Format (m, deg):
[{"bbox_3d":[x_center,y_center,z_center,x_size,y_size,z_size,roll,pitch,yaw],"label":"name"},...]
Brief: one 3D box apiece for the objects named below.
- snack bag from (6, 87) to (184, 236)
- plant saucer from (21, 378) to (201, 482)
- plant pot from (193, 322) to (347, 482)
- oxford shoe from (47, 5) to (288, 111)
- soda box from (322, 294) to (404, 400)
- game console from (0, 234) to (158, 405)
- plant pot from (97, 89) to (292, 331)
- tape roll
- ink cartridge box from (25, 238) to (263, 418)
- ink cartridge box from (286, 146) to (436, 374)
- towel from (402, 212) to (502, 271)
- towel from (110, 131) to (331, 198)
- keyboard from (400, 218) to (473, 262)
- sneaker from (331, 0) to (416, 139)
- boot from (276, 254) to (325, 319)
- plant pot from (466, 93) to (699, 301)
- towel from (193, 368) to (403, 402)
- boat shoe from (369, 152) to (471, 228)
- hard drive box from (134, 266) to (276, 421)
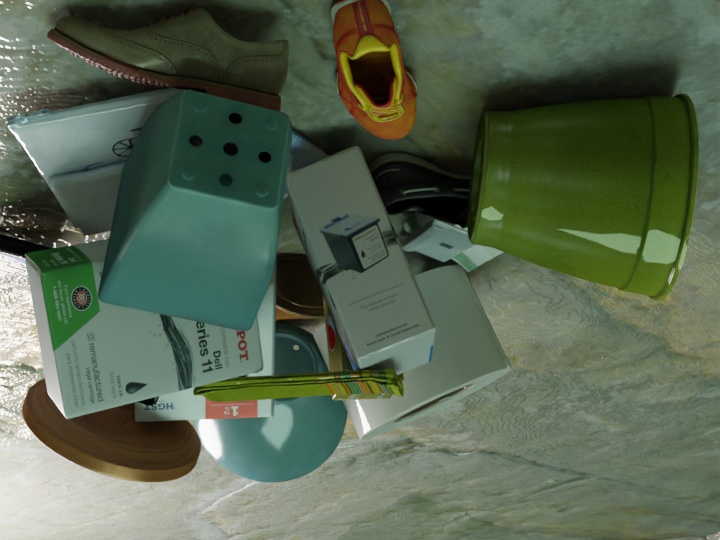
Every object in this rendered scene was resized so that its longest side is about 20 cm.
[{"bbox_3d":[-0.209,-0.102,1.225,0.188,0.021,0.200,-10,151,3],"label":"snack bag"},{"bbox_3d":[-0.269,0.165,1.426,0.200,0.200,0.032,11,109,-33],"label":"plant saucer"},{"bbox_3d":[-0.105,0.144,1.606,0.199,0.201,0.135,-2,153,-11],"label":"plant pot"},{"bbox_3d":[-0.156,-0.187,1.082,0.199,0.075,0.070,14,-172,-14],"label":"oxford shoe"},{"bbox_3d":[-0.002,0.036,1.405,0.067,0.201,0.064,0,157,-14],"label":"soda box"},{"bbox_3d":[-0.313,0.047,1.354,0.199,0.117,0.176,13,170,40],"label":"game console"},{"bbox_3d":[-0.132,-0.060,1.106,0.141,0.142,0.200,12,155,-13],"label":"plant pot"},{"bbox_3d":[0.061,0.098,1.551,0.202,0.140,0.203,-25,169,-5],"label":"tape roll"},{"bbox_3d":[-0.201,0.041,1.234,0.199,0.147,0.083,-13,-164,-22],"label":"ink cartridge box"},{"bbox_3d":[0.000,0.000,1.295,0.086,0.201,0.147,-23,164,-5],"label":"ink cartridge box"},{"bbox_3d":[0.166,-0.062,1.444,0.199,0.031,0.149,-23,151,29],"label":"towel"},{"bbox_3d":[-0.134,-0.110,1.276,0.147,0.024,0.200,-23,150,29],"label":"towel"},{"bbox_3d":[0.085,-0.031,1.396,0.056,0.011,0.200,15,173,-6],"label":"keyboard"},{"bbox_3d":[0.010,-0.161,1.145,0.073,0.077,0.200,-13,156,8],"label":"sneaker"},{"bbox_3d":[-0.125,0.047,1.545,0.199,0.077,0.155,-2,157,-20],"label":"boot"},{"bbox_3d":[0.205,-0.081,1.259,0.192,0.201,0.201,7,154,0],"label":"plant pot"},{"bbox_3d":[-0.059,0.118,1.280,0.199,0.018,0.086,-4,163,9],"label":"towel"},{"bbox_3d":[0.101,-0.063,1.355,0.199,0.063,0.073,15,137,-23],"label":"boat shoe"},{"bbox_3d":[-0.171,0.057,1.418,0.155,0.077,0.201,-2,111,-10],"label":"hard drive box"}]
